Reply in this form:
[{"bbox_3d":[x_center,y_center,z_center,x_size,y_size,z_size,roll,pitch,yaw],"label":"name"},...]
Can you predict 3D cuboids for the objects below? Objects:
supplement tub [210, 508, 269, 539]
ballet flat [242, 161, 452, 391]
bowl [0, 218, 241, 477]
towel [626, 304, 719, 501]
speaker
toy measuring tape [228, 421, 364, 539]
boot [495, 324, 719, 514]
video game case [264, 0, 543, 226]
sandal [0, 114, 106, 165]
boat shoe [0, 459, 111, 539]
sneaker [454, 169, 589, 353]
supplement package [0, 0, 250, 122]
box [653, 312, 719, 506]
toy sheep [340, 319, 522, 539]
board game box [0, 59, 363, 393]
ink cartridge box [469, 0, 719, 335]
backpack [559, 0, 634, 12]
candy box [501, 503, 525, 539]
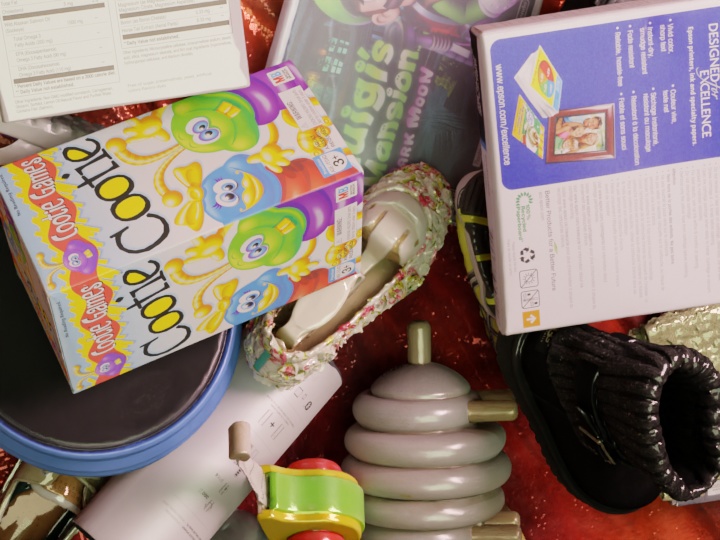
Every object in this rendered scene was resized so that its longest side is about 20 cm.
[{"bbox_3d":[-0.085,0.286,1.028,0.121,0.123,0.202,-28,110,-7],"label":"supplement tub"},{"bbox_3d":[0.000,0.000,0.948,0.075,0.064,0.200,39,72,3],"label":"ballet flat"},{"bbox_3d":[-0.175,0.031,0.923,0.197,0.039,0.204,3,73,-10],"label":"bowl"},{"bbox_3d":[0.298,0.080,1.077,0.197,0.036,0.150,-18,107,-8],"label":"towel"},{"bbox_3d":[-0.104,0.125,0.971,0.200,0.081,0.081,-49,113,-17],"label":"speaker"},{"bbox_3d":[-0.036,0.147,0.939,0.073,0.074,0.201,-27,149,-7],"label":"toy measuring tape"},{"bbox_3d":[0.190,0.115,0.955,0.080,0.157,0.211,-51,126,-15],"label":"boot"},{"bbox_3d":[0.026,-0.146,0.993,0.179,0.023,0.203,14,101,-19],"label":"video game case"},{"bbox_3d":[-0.235,-0.086,0.900,0.200,0.082,0.050,17,100,-17],"label":"sandal"},{"bbox_3d":[-0.205,0.144,0.983,0.074,0.068,0.202,30,95,-21],"label":"boat shoe"},{"bbox_3d":[0.108,0.019,1.027,0.075,0.076,0.202,-36,115,-25],"label":"sneaker"},{"bbox_3d":[-0.161,-0.210,0.852,0.148,0.152,0.203,-10,108,-12],"label":"supplement package"},{"bbox_3d":[0.331,0.093,1.132,0.197,0.049,0.164,-5,108,-13],"label":"box"},{"bbox_3d":[0.050,0.137,1.024,0.136,0.138,0.203,-2,90,-15],"label":"toy sheep"},{"bbox_3d":[-0.108,-0.029,0.864,0.198,0.105,0.104,-23,148,-17],"label":"board game box"},{"bbox_3d":[0.175,-0.069,0.892,0.197,0.047,0.201,-9,109,-5],"label":"ink cartridge box"},{"bbox_3d":[0.206,-0.100,0.984,0.198,0.151,0.179,29,88,-10],"label":"backpack"},{"bbox_3d":[0.102,0.285,1.117,0.116,0.056,0.202,-30,110,-6],"label":"candy box"}]
